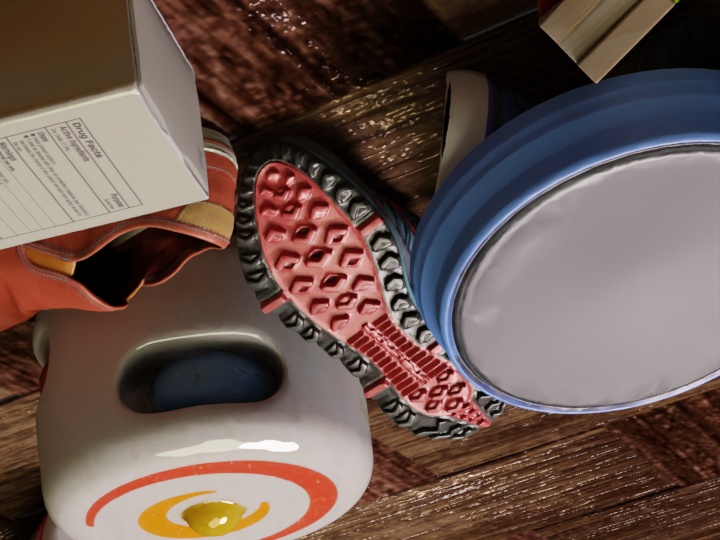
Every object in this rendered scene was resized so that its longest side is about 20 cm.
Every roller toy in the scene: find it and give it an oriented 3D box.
[{"bbox_3d":[-0.088,0.079,1.088,0.200,0.140,0.182,-28,147,34],"label":"roller toy"}]

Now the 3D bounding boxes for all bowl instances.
[{"bbox_3d":[0.123,-0.005,0.910,0.200,0.039,0.201,-9,139,-8],"label":"bowl"}]

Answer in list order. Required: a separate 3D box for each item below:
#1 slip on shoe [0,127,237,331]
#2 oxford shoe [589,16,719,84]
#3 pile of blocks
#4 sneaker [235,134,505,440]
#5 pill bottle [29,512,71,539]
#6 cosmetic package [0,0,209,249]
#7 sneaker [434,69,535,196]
[{"bbox_3d":[-0.141,-0.006,0.993,0.199,0.061,0.074,-25,151,31],"label":"slip on shoe"},{"bbox_3d":[0.191,-0.077,0.968,0.199,0.073,0.084,13,164,-35],"label":"oxford shoe"},{"bbox_3d":[0.136,-0.160,0.800,0.062,0.082,0.200,44,124,-5],"label":"pile of blocks"},{"bbox_3d":[0.000,0.000,1.030,0.079,0.096,0.200,-29,122,15],"label":"sneaker"},{"bbox_3d":[-0.188,0.223,1.372,0.110,0.111,0.200,4,150,-24],"label":"pill bottle"},{"bbox_3d":[-0.176,-0.060,0.863,0.199,0.071,0.105,-13,153,7],"label":"cosmetic package"},{"bbox_3d":[0.113,-0.038,0.960,0.146,0.081,0.200,5,163,8],"label":"sneaker"}]
